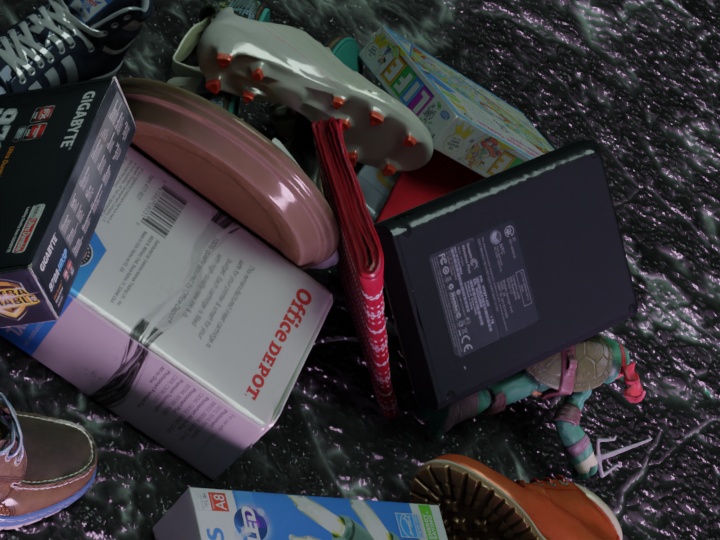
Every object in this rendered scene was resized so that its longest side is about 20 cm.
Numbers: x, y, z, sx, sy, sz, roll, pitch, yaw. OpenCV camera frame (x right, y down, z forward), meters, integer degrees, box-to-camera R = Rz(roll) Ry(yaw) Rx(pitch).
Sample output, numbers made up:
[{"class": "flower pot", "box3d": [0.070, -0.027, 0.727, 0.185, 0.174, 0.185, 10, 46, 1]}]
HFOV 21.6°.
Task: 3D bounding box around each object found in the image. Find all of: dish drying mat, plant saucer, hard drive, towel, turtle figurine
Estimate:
[{"class": "dish drying mat", "box3d": [0.058, -0.049, 1.527, 0.077, 0.018, 0.200, 38, 38, -9]}, {"class": "plant saucer", "box3d": [-0.106, -0.060, 1.334, 0.199, 0.200, 0.030, 36, 69, -8]}, {"class": "hard drive", "box3d": [0.111, 0.001, 1.389, 0.199, 0.033, 0.141, -23, 104, -29]}, {"class": "towel", "box3d": [0.000, 0.000, 1.367, 0.022, 0.201, 0.145, -14, 57, -4]}, {"class": "turtle figurine", "box3d": [0.139, 0.079, 1.472, 0.198, 0.101, 0.150, 3, 42, -26]}]

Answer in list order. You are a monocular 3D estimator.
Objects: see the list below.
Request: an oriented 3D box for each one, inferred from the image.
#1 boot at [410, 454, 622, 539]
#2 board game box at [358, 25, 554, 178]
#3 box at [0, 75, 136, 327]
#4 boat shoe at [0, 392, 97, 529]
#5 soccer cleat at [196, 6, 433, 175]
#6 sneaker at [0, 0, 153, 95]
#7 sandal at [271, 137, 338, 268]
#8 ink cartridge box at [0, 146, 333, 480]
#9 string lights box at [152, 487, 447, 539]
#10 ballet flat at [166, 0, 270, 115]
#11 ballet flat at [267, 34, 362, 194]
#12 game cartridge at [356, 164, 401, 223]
[{"class": "boot", "box3d": [0.119, 0.182, 1.385, 0.200, 0.075, 0.108, 38, 35, -19]}, {"class": "board game box", "box3d": [0.099, -0.119, 1.579, 0.199, 0.034, 0.135, 26, 21, -45]}, {"class": "box", "box3d": [-0.245, -0.039, 1.217, 0.201, 0.158, 0.046, -76, 152, -48]}, {"class": "boat shoe", "box3d": [-0.238, 0.112, 1.142, 0.199, 0.072, 0.073, -1, 55, -40]}, {"class": "soccer cleat", "box3d": [-0.030, -0.142, 1.446, 0.199, 0.069, 0.078, 25, 45, -12]}, {"class": "sneaker", "box3d": [-0.229, -0.165, 1.373, 0.070, 0.109, 0.200, 47, 39, 7]}, {"class": "sandal", "box3d": [-0.086, -0.080, 1.381, 0.206, 0.079, 0.059, 40, 67, -16]}, {"class": "ink cartridge box", "box3d": [-0.136, 0.025, 1.294, 0.199, 0.084, 0.146, 37, 43, -9]}, {"class": "string lights box", "box3d": [-0.031, 0.206, 1.241, 0.199, 0.059, 0.103, 9, 51, -34]}, {"class": "ballet flat", "box3d": [-0.121, -0.145, 1.493, 0.074, 0.074, 0.201, 29, 39, -15]}, {"class": "ballet flat", "box3d": [-0.042, -0.112, 1.510, 0.201, 0.068, 0.068, -83, 153, -42]}, {"class": "game cartridge", "box3d": [0.061, -0.057, 1.577, 0.133, 0.042, 0.200, 36, 39, -1]}]
